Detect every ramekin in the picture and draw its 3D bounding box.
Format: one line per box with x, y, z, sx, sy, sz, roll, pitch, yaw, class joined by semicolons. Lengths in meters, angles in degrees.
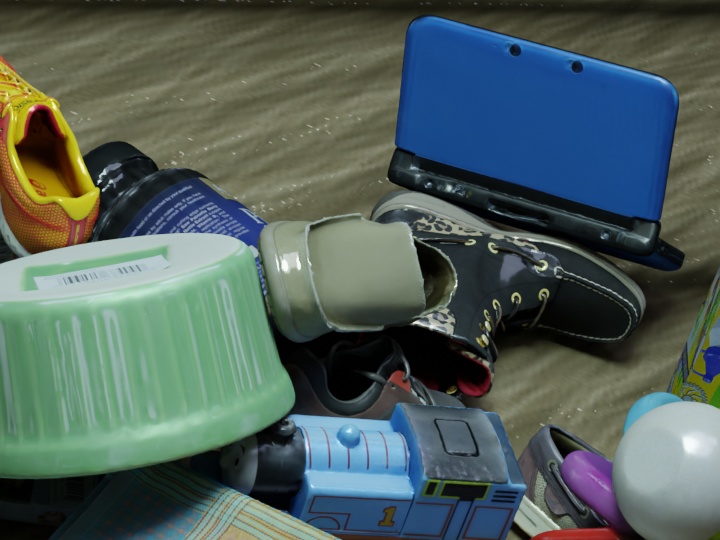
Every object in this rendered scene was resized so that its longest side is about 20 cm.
-0.143;0.043;1.537;0.200;0.098;0.200;-8;11;2;ramekin

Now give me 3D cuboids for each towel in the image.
-0.095;0.175;1.454;0.200;0.022;0.147;20;54;36;towel

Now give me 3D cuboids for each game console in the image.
0.132;-0.087;1.878;0.200;0.118;0.171;18;0;20;game console

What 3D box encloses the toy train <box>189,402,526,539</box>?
-0.005;0.134;1.576;0.200;0.114;0.087;6;35;-20;toy train

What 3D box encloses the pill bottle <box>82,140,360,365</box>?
-0.104;0.005;1.718;0.200;0.112;0.112;37;37;25;pill bottle

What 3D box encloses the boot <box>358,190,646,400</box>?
0.089;0.032;1.812;0.200;0.073;0.151;23;36;-4;boot

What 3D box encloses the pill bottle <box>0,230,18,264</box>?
-0.304;-0.027;1.671;0.200;0.104;0.104;-12;44;-39;pill bottle

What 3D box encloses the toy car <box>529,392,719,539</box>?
0.172;0.158;1.569;0.150;0.200;0.175;26;0;43;toy car

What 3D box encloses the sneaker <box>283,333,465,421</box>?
0.016;0.082;1.668;0.077;0.082;0.200;40;21;31;sneaker

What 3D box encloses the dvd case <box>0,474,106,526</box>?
-0.250;0.092;1.604;0.200;0.018;0.143;9;34;-13;dvd case

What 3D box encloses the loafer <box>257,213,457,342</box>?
0.000;0.000;1.599;0.068;0.076;0.200;-16;-5;21;loafer

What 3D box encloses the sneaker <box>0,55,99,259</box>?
-0.213;-0.095;1.656;0.073;0.077;0.200;-16;57;-39;sneaker

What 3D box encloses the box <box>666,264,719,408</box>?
0.316;0.070;1.759;0.200;0.193;0.122;20;33;3;box

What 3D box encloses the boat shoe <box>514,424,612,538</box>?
0.176;0.168;1.663;0.200;0.065;0.072;36;35;23;boat shoe
